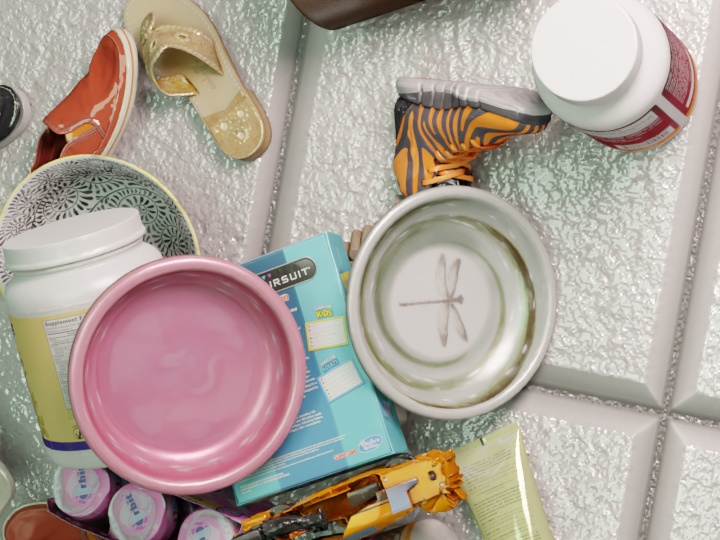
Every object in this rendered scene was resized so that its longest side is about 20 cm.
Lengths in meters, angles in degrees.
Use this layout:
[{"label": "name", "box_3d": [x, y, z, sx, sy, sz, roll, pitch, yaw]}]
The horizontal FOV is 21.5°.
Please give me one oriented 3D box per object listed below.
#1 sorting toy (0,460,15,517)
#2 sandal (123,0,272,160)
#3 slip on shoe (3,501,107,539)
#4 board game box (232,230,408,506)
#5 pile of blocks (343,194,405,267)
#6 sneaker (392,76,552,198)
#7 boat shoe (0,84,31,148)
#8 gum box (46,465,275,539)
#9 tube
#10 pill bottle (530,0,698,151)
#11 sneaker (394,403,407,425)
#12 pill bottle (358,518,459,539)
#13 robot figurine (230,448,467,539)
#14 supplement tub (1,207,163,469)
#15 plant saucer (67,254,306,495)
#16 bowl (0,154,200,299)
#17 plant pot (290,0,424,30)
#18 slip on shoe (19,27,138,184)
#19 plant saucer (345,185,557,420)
[{"label": "sorting toy", "box_3d": [-0.419, 0.208, 1.826, 0.180, 0.107, 0.200, 32, 99, 24]}, {"label": "sandal", "box_3d": [-0.164, -0.193, 1.770, 0.078, 0.070, 0.212, -43, 73, 14]}, {"label": "slip on shoe", "box_3d": [-0.256, 0.272, 1.777, 0.200, 0.061, 0.074, 23, 98, 23]}, {"label": "board game box", "box_3d": [-0.061, 0.086, 1.645, 0.151, 0.047, 0.201, -20, 81, 15]}, {"label": "pile of blocks", "box_3d": [0.000, 0.000, 1.703, 0.200, 0.062, 0.082, -31, 109, 15]}, {"label": "sneaker", "box_3d": [0.096, -0.106, 1.634, 0.200, 0.077, 0.112, 16, 103, 60]}, {"label": "boat shoe", "box_3d": [-0.417, -0.118, 1.874, 0.200, 0.060, 0.076, -42, 73, 15]}, {"label": "gum box", "box_3d": [-0.176, 0.219, 1.727, 0.199, 0.113, 0.066, 20, 94, 22]}, {"label": "tube", "box_3d": [0.140, 0.236, 1.635, 0.058, 0.052, 0.201, -16, 74, -21]}, {"label": "pill bottle", "box_3d": [0.205, -0.165, 1.545, 0.113, 0.200, 0.113, -2, 85, 20]}, {"label": "sneaker", "box_3d": [-0.055, 0.111, 1.705, 0.199, 0.074, 0.082, -4, 89, 21]}, {"label": "pill bottle", "box_3d": [-0.005, 0.298, 1.651, 0.199, 0.116, 0.117, -21, 79, 19]}, {"label": "robot figurine", "box_3d": [-0.013, 0.205, 1.595, 0.199, 0.145, 0.058, -23, 85, 10]}, {"label": "supplement tub", "box_3d": [-0.228, 0.058, 1.656, 0.145, 0.145, 0.201, -9, 103, 22]}, {"label": "plant saucer", "box_3d": [-0.147, 0.085, 1.581, 0.200, 0.051, 0.201, -2, 98, -16]}, {"label": "bowl", "box_3d": [-0.230, -0.019, 1.761, 0.200, 0.094, 0.201, 4, 106, 12]}, {"label": "plant pot", "box_3d": [0.029, -0.314, 1.642, 0.198, 0.200, 0.201, -19, 80, 28]}, {"label": "slip on shoe", "box_3d": [-0.268, -0.139, 1.805, 0.074, 0.061, 0.200, 37, 103, 50]}, {"label": "plant saucer", "box_3d": [0.072, 0.027, 1.631, 0.050, 0.199, 0.201, -177, 93, -66]}]
